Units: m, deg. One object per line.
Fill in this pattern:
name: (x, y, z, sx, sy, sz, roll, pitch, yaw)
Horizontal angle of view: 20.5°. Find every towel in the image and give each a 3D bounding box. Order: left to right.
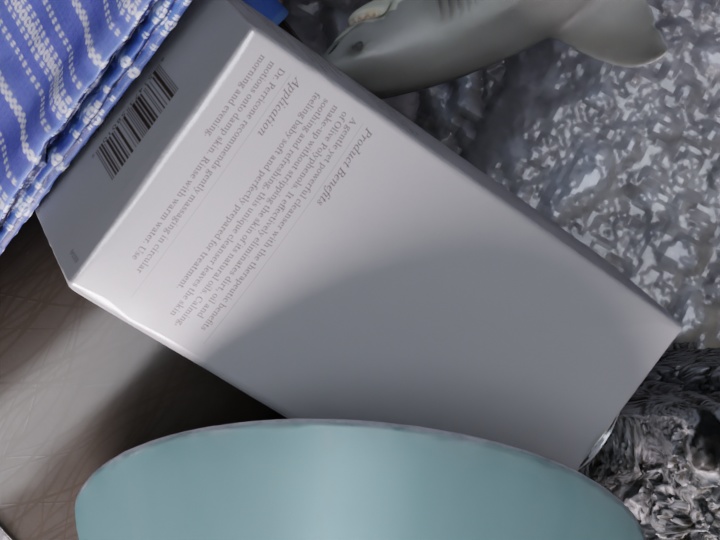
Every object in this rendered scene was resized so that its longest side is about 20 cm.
towel: (-0.128, -0.093, 0.698, 0.200, 0.024, 0.145, -50, 51, 22)

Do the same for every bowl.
bowl: (-0.003, 0.138, 0.676, 0.200, 0.201, 0.105, -1, 61, 8)

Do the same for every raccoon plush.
raccoon plush: (0.105, 0.103, 0.813, 0.199, 0.097, 0.135, 6, 108, 38)

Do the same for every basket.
basket: (-0.075, 0.003, 0.794, 0.200, 0.136, 0.180, -39, 71, 2)

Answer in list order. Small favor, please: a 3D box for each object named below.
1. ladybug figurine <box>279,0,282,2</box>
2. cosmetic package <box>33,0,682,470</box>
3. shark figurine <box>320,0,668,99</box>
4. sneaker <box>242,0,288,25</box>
ladybug figurine: (-0.123, -0.119, 0.825, 0.199, 0.072, 0.136, -21, 88, 8)
cosmetic package: (0.000, 0.000, 0.695, 0.200, 0.085, 0.108, 34, 97, -27)
shark figurine: (0.086, -0.120, 0.692, 0.215, 0.128, 0.090, -51, 60, 37)
sneaker: (-0.127, -0.085, 0.757, 0.200, 0.070, 0.078, -27, 104, 15)
